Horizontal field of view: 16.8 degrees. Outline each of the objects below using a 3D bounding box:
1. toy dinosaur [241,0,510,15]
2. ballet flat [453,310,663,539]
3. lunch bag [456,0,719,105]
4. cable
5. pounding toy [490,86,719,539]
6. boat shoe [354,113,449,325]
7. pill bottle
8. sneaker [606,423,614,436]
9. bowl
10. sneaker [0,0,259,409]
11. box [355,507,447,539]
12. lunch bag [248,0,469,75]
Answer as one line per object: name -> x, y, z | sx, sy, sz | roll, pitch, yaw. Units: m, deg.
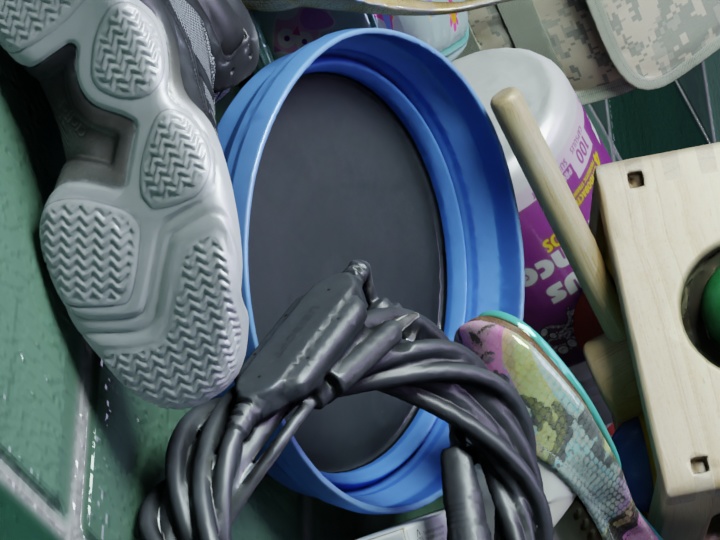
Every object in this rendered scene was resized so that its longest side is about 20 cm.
toy dinosaur -> -0.038, -0.125, 1.013 | 0.199, 0.101, 0.059 | 18, 92, -33
ballet flat -> 0.084, 0.105, 1.051 | 0.071, 0.069, 0.200 | -52, 133, -21
lunch bag -> 0.106, -0.178, 1.332 | 0.118, 0.199, 0.165 | -77, 145, -58
cable -> -0.003, 0.104, 0.922 | 0.164, 0.051, 0.200 | 54, 46, -20
pounding toy -> 0.146, 0.025, 1.121 | 0.200, 0.141, 0.186 | 80, 0, -71
boat shoe -> 0.017, 0.012, 1.124 | 0.076, 0.060, 0.201 | -86, 151, -48
pill bottle -> 0.096, -0.011, 1.286 | 0.200, 0.112, 0.113 | 56, 25, -38
sneaker -> 0.145, 0.008, 1.414 | 0.067, 0.107, 0.203 | 14, 60, -68
bowl -> 0.000, 0.000, 1.022 | 0.200, 0.039, 0.203 | 4, 85, -53
sneaker -> -0.071, -0.050, 0.904 | 0.114, 0.075, 0.202 | -3, 73, -68
box -> 0.055, 0.201, 1.035 | 0.156, 0.041, 0.202 | -3, 77, -71
lunch bag -> -0.014, -0.152, 1.160 | 0.200, 0.077, 0.162 | -37, 109, -70
